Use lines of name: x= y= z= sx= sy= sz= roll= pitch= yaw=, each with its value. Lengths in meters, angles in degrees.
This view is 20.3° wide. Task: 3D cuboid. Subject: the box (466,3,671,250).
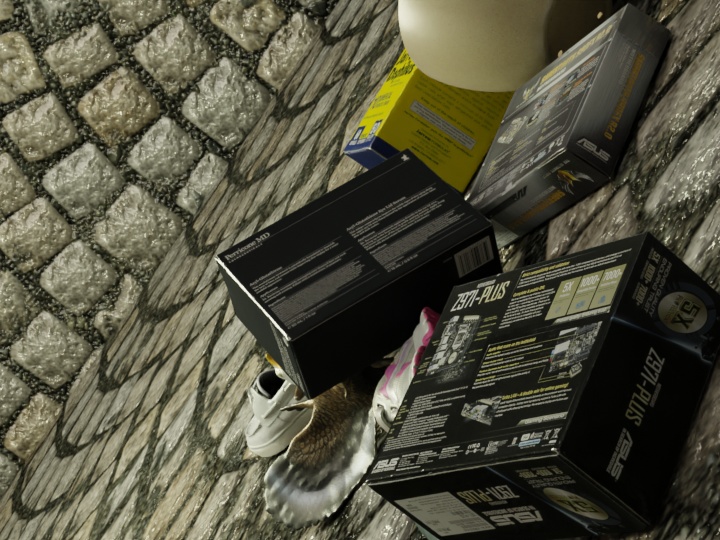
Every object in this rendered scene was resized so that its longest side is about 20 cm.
box: x=0.170 y=-0.118 z=1.713 sx=0.200 sy=0.048 sz=0.159 roll=-36 pitch=25 yaw=59

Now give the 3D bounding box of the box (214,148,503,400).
box: x=0.000 y=0.000 z=1.698 sx=0.199 sy=0.079 sz=0.141 roll=-29 pitch=45 yaw=-14

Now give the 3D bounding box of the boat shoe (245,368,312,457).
boat shoe: x=-0.076 y=0.126 z=2.029 sx=0.200 sy=0.068 sz=0.072 roll=-40 pitch=22 yaw=55

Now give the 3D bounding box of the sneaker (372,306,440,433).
sneaker: x=0.056 y=0.105 z=1.576 sx=0.088 sy=0.081 sz=0.200 roll=-56 pitch=5 yaw=15

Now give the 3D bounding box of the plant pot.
plant pot: x=0.152 y=-0.247 z=1.844 sx=0.134 sy=0.200 sz=0.201 roll=31 pitch=88 yaw=41

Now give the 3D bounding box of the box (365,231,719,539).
box: x=0.118 y=0.081 z=1.278 sx=0.200 sy=0.086 sz=0.164 roll=-18 pitch=40 yaw=53

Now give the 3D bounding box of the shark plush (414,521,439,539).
shark plush: x=0.076 y=0.191 z=1.395 sx=0.200 sy=0.090 sz=0.084 roll=-122 pitch=43 yaw=-54

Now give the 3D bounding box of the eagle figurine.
eagle figurine: x=-0.021 y=0.117 z=1.787 sx=0.151 sy=0.151 sz=0.201 roll=-21 pitch=-39 yaw=-23

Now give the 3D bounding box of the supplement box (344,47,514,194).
supplement box: x=0.087 y=-0.177 z=2.030 sx=0.201 sy=0.109 sz=0.109 roll=-59 pitch=13 yaw=-8
